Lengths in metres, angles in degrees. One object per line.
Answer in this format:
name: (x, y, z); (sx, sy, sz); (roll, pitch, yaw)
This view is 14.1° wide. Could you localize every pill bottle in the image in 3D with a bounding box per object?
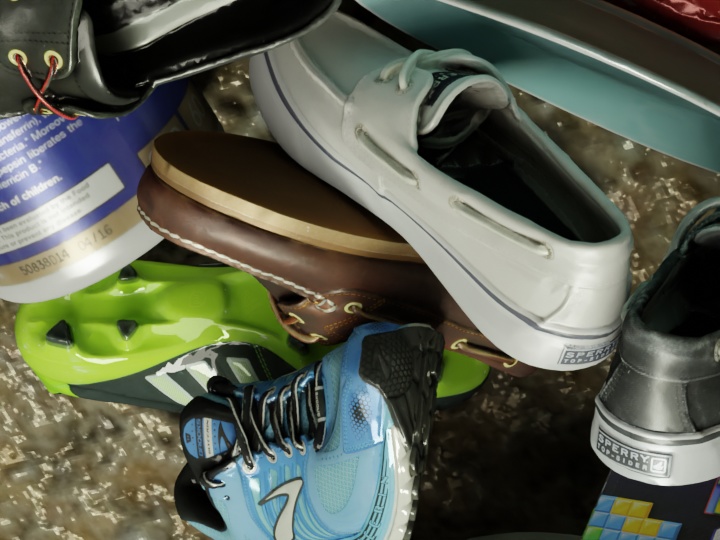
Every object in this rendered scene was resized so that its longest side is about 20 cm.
pill bottle: (-0.147, -0.097, 1.117); (0.115, 0.116, 0.200); (-19, 117, 28)

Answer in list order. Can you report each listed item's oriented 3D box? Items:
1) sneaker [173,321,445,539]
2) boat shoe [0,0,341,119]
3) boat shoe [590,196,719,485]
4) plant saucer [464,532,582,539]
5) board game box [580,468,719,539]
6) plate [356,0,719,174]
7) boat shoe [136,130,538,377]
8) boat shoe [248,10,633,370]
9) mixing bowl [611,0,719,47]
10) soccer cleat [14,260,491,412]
sneaker: (-0.027, 0.074, 1.135); (0.089, 0.079, 0.200); (15, 152, -10)
boat shoe: (-0.102, -0.088, 1.017); (0.200, 0.063, 0.074); (-20, 145, 8)
boat shoe: (0.140, 0.006, 1.056); (0.073, 0.199, 0.068); (20, 120, 28)
plant saucer: (0.086, 0.159, 1.189); (0.199, 0.050, 0.201); (8, 140, 7)
board game box: (0.181, 0.154, 1.053); (0.164, 0.057, 0.201); (8, 142, 27)
plate: (0.086, -0.074, 1.043); (0.199, 0.200, 0.026); (25, 89, -1)
boat shoe: (0.000, 0.000, 1.121); (0.199, 0.070, 0.071); (14, 115, -28)
boat shoe: (0.029, -0.048, 1.068); (0.200, 0.072, 0.066); (50, 143, 36)
mixing bowl: (0.134, -0.152, 0.997); (0.199, 0.109, 0.201); (8, 125, 11)
soccer cleat: (-0.044, 0.031, 1.216); (0.199, 0.068, 0.081); (5, 157, 3)
